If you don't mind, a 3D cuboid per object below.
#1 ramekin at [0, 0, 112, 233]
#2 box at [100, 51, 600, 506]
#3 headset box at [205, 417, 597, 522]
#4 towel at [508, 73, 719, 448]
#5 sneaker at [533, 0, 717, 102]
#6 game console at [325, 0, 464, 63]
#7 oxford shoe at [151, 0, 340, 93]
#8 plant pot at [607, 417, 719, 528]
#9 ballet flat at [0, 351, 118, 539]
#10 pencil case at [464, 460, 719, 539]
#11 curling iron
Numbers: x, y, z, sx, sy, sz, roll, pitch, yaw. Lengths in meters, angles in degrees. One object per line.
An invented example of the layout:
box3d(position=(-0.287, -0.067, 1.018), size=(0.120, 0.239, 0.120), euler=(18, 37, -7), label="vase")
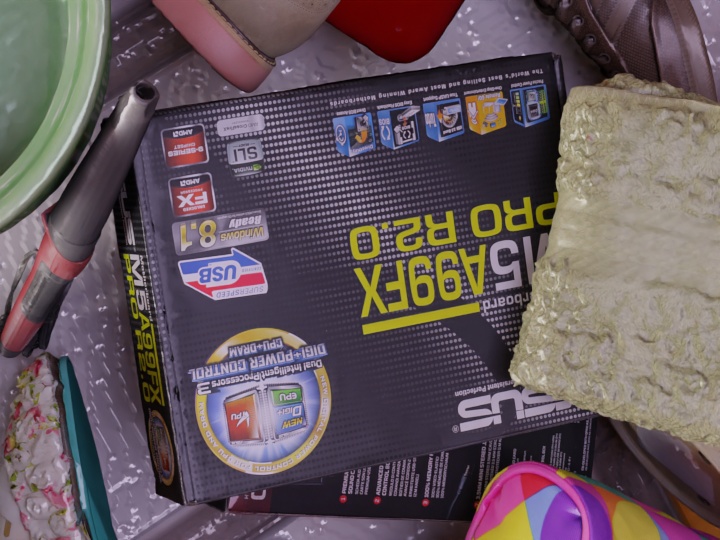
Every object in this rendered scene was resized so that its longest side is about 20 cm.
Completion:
box3d(position=(-0.192, -0.095, 0.956), size=(0.198, 0.098, 0.202), euler=(0, 88, 2), label="ramekin")
box3d(position=(0.000, 0.000, 1.020), size=(0.199, 0.044, 0.161), euler=(-10, 95, -22), label="box")
box3d(position=(0.007, 0.034, 1.090), size=(0.199, 0.075, 0.150), euler=(4, 92, -22), label="headset box")
box3d(position=(0.170, 0.007, 1.018), size=(0.199, 0.036, 0.149), euler=(13, 88, 0), label="towel")
box3d(position=(0.106, -0.138, 1.132), size=(0.075, 0.070, 0.201), euler=(-20, 97, -2), label="sneaker")
box3d(position=(-0.008, -0.222, 1.069), size=(0.199, 0.119, 0.173), euler=(33, 113, -4), label="game console")
box3d(position=(-0.085, -0.172, 1.007), size=(0.074, 0.071, 0.200), euler=(-38, 105, 10), label="oxford shoe")
box3d(position=(0.211, 0.020, 1.111), size=(0.200, 0.187, 0.188), euler=(-44, 108, -13), label="plant pot")
box3d(position=(-0.128, 0.138, 1.050), size=(0.064, 0.076, 0.201), euler=(-17, 97, 0), label="ballet flat")
box3d(position=(0.132, 0.149, 1.078), size=(0.199, 0.088, 0.089), euler=(22, 86, -39), label="pencil case")
box3d(position=(-0.118, -0.021, 0.985), size=(0.025, 0.200, 0.050), euler=(17, 58, -11), label="curling iron")
